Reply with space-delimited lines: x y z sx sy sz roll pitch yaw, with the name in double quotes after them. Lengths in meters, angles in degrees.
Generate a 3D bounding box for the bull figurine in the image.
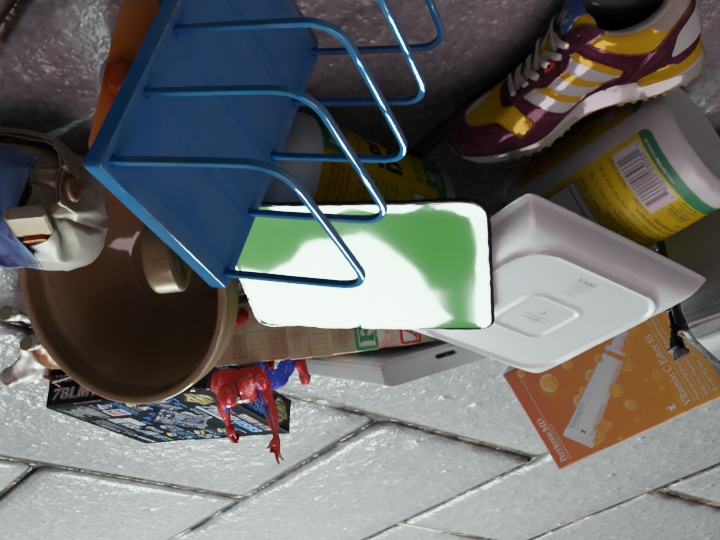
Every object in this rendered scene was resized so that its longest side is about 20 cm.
-0.281 0.066 0.884 0.200 0.065 0.121 -16 162 5 "bull figurine"

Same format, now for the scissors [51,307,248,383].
-0.198 0.073 0.843 0.200 0.073 0.014 -17 107 23 "scissors"

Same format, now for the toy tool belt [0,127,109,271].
-0.298 -0.045 0.660 0.200 0.125 0.123 -1 -173 12 "toy tool belt"

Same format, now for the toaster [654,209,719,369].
0.348 0.001 0.799 0.119 0.200 0.181 -26 142 33 "toaster"

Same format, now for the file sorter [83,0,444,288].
-0.042 -0.104 0.534 0.123 0.200 0.139 5 153 28 "file sorter"

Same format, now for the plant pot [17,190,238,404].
-0.181 0.004 0.757 0.201 0.201 0.093 -26 -177 25 "plant pot"

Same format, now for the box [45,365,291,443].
-0.207 0.148 0.995 0.198 0.050 0.200 -10 155 19 "box"

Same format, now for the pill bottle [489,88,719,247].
0.196 -0.058 0.742 0.113 0.113 0.200 24 135 -38 "pill bottle"

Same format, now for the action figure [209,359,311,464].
-0.098 0.137 0.883 0.065 0.099 0.200 -8 175 12 "action figure"

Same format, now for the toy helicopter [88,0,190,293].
-0.132 -0.085 0.574 0.079 0.200 0.132 -8 164 2 "toy helicopter"

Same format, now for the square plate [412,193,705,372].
0.142 0.027 0.727 0.200 0.028 0.198 21 143 -28 "square plate"

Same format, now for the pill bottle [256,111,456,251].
-0.031 -0.060 0.710 0.200 0.113 0.113 17 140 -31 "pill bottle"

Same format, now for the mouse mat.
0.000 0.000 0.674 0.200 0.008 0.161 1 143 11 "mouse mat"

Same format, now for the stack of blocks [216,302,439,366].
-0.039 0.051 0.851 0.200 0.059 0.115 -11 175 42 "stack of blocks"

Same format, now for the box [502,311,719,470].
0.279 0.110 0.970 0.200 0.124 0.097 -32 177 23 "box"

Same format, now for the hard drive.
0.039 0.084 0.897 0.132 0.027 0.200 -14 -178 -23 "hard drive"

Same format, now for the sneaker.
0.146 -0.153 0.653 0.200 0.075 0.090 -24 135 13 "sneaker"
